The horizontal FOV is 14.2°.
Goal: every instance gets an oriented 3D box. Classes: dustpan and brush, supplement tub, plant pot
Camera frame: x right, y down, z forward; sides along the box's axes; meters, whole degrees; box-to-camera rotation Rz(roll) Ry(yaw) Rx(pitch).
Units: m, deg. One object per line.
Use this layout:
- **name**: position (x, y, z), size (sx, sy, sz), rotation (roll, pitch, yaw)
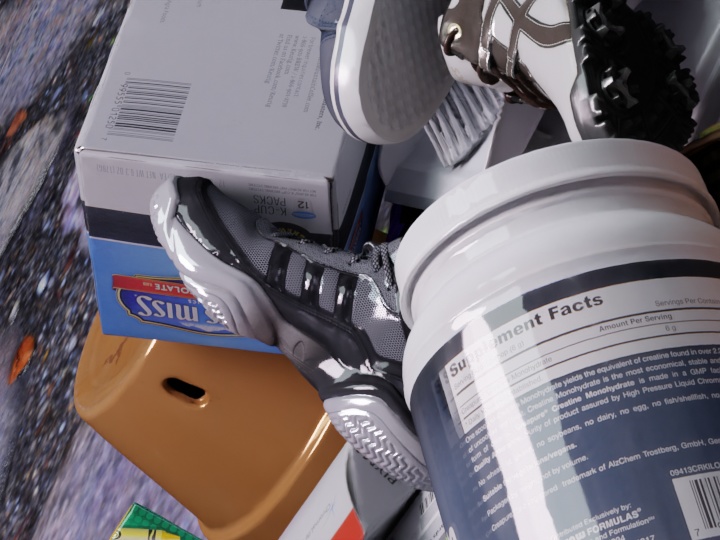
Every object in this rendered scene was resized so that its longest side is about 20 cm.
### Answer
- **dustpan and brush**: position (0.067, -0.128, 1.402), size (0.200, 0.057, 0.139), rotation (-57, 20, -7)
- **supplement tub**: position (0.095, 0.069, 1.049), size (0.140, 0.140, 0.201), rotation (-45, 50, 41)
- **plant pot**: position (-0.064, 0.048, 1.587), size (0.200, 0.140, 0.200), rotation (-50, 22, 29)

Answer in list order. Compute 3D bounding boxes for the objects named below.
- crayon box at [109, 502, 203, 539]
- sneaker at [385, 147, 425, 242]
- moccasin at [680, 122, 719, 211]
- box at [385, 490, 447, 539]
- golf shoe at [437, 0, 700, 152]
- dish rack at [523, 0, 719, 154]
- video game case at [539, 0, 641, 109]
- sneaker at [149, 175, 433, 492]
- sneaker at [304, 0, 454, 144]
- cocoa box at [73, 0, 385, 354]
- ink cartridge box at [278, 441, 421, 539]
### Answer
- **crayon box**: position (-0.115, 0.206, 1.481), size (0.119, 0.058, 0.200), rotation (-60, -11, -17)
- **sneaker**: position (0.049, -0.028, 1.468), size (0.100, 0.069, 0.201), rotation (116, 166, -68)
- **moccasin**: position (0.141, -0.018, 1.205), size (0.201, 0.078, 0.074), rotation (-25, 81, 45)
- **box**: position (0.045, 0.170, 1.289), size (0.156, 0.041, 0.200), rotation (-56, 19, 20)
- **golf shoe**: position (0.083, -0.092, 1.236), size (0.094, 0.078, 0.200), rotation (-38, 32, 22)
- **dish rack**: position (0.139, -0.106, 1.346), size (0.172, 0.043, 0.200), rotation (-65, 18, -3)
- **video game case**: position (0.103, -0.192, 1.356), size (0.200, 0.023, 0.182), rotation (-49, 41, 6)
- **sneaker**: position (0.000, 0.000, 1.334), size (0.114, 0.200, 0.075), rotation (-50, -17, 11)
- **sneaker**: position (0.008, -0.138, 1.331), size (0.079, 0.079, 0.201), rotation (-3, 50, 31)
- **cocoa box**: position (-0.055, -0.073, 1.483), size (0.132, 0.133, 0.201), rotation (88, -169, -45)
- **ink cartridge box**: position (-0.038, 0.154, 1.376), size (0.163, 0.057, 0.200), rotation (-56, -13, 28)
